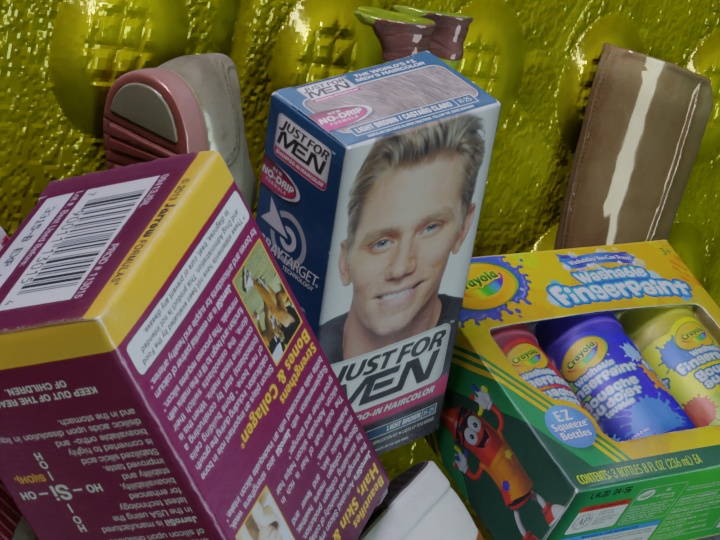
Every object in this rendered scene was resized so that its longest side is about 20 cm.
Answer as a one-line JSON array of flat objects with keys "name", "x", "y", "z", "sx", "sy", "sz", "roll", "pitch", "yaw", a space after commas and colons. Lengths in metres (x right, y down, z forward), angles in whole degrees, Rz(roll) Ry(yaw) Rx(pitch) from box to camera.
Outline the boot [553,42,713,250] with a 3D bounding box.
[{"name": "boot", "x": 0.181, "y": -0.024, "z": 1.461, "sx": 0.175, "sy": 0.066, "sz": 0.201, "roll": 13, "pitch": 94, "yaw": -52}]

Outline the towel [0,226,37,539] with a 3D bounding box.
[{"name": "towel", "x": -0.178, "y": 0.053, "z": 1.050, "sx": 0.200, "sy": 0.023, "sz": 0.144, "roll": 65, "pitch": 36, "yaw": -46}]

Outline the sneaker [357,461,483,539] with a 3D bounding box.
[{"name": "sneaker", "x": -0.002, "y": 0.180, "z": 1.124, "sx": 0.200, "sy": 0.073, "sz": 0.085, "roll": -42, "pitch": 97, "yaw": -34}]

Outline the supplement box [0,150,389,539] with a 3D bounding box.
[{"name": "supplement box", "x": -0.086, "y": 0.067, "z": 1.064, "sx": 0.201, "sy": 0.103, "sz": 0.131, "roll": 64, "pitch": 34, "yaw": -26}]

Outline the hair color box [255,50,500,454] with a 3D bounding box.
[{"name": "hair color box", "x": 0.000, "y": 0.000, "z": 1.172, "sx": 0.100, "sy": 0.060, "sz": 0.201, "roll": -19, "pitch": 131, "yaw": -36}]

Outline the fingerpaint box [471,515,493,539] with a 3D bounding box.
[{"name": "fingerpaint box", "x": 0.054, "y": 0.250, "z": 1.333, "sx": 0.200, "sy": 0.166, "sz": 0.073, "roll": -53, "pitch": 139, "yaw": -21}]

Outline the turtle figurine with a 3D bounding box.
[{"name": "turtle figurine", "x": 0.013, "y": -0.055, "z": 1.240, "sx": 0.200, "sy": 0.064, "sz": 0.162, "roll": -8, "pitch": 112, "yaw": -50}]

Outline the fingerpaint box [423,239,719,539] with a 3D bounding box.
[{"name": "fingerpaint box", "x": 0.131, "y": 0.069, "z": 1.292, "sx": 0.199, "sy": 0.167, "sz": 0.074, "roll": -4, "pitch": 137, "yaw": -39}]

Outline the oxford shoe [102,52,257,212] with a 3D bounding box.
[{"name": "oxford shoe", "x": -0.076, "y": -0.009, "z": 1.153, "sx": 0.074, "sy": 0.071, "sz": 0.201, "roll": -30, "pitch": 129, "yaw": -48}]

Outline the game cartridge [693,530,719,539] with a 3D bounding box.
[{"name": "game cartridge", "x": 0.154, "y": 0.156, "z": 1.405, "sx": 0.041, "sy": 0.200, "sz": 0.134, "roll": -15, "pitch": 119, "yaw": -25}]
